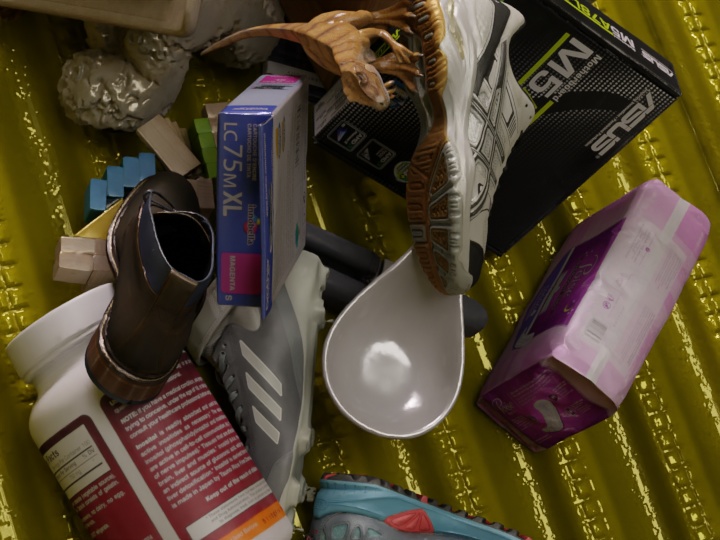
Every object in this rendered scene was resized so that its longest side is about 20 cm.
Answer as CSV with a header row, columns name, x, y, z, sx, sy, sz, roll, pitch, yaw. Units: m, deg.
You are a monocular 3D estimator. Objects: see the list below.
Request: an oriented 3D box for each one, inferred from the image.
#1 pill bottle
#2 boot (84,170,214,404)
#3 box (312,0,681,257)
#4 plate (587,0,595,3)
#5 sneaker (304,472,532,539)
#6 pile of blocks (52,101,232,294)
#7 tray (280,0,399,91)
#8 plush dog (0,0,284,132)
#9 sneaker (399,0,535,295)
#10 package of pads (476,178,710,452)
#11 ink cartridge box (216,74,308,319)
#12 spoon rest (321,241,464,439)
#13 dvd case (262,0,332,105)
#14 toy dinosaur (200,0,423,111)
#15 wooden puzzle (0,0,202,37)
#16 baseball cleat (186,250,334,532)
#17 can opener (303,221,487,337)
name,x,y,z,sx,sy,sz,roll,pitch,yaw
pill bottle,-0.138,0.114,1.069,0.112,0.113,0.201,-29,85,-34
boot,-0.113,-0.016,1.040,0.074,0.097,0.201,24,38,-18
box,0.097,-0.122,1.226,0.192,0.200,0.048,32,34,-26
plate,0.091,-0.258,1.291,0.032,0.199,0.200,-44,93,-14
sneaker,0.048,0.211,1.165,0.198,0.079,0.096,22,79,-15
pile of blocks,-0.142,-0.050,1.165,0.199,0.062,0.082,-35,83,-30
tray,-0.017,-0.210,1.197,0.037,0.200,0.099,-27,83,-17
plush dog,-0.162,-0.218,1.194,0.171,0.161,0.200,35,51,22
sneaker,0.080,-0.085,1.122,0.087,0.075,0.203,-3,96,-26
package of pads,0.177,0.032,1.268,0.075,0.120,0.201,39,56,-8
ink cartridge box,-0.062,-0.051,1.060,0.041,0.200,0.121,2,104,3
spoon rest,0.037,0.022,1.160,0.098,0.061,0.202,23,61,-5
dvd case,-0.006,-0.214,1.337,0.147,0.016,0.202,13,63,-24
toy dinosaur,-0.018,-0.151,1.095,0.105,0.200,0.061,-3,107,-27
wooden puzzle,-0.164,-0.257,1.102,0.037,0.198,0.187,12,91,-55
baseball cleat,-0.076,0.082,1.154,0.105,0.070,0.202,6,71,3
can opener,0.000,0.000,1.219,0.198,0.067,0.054,25,59,-17
